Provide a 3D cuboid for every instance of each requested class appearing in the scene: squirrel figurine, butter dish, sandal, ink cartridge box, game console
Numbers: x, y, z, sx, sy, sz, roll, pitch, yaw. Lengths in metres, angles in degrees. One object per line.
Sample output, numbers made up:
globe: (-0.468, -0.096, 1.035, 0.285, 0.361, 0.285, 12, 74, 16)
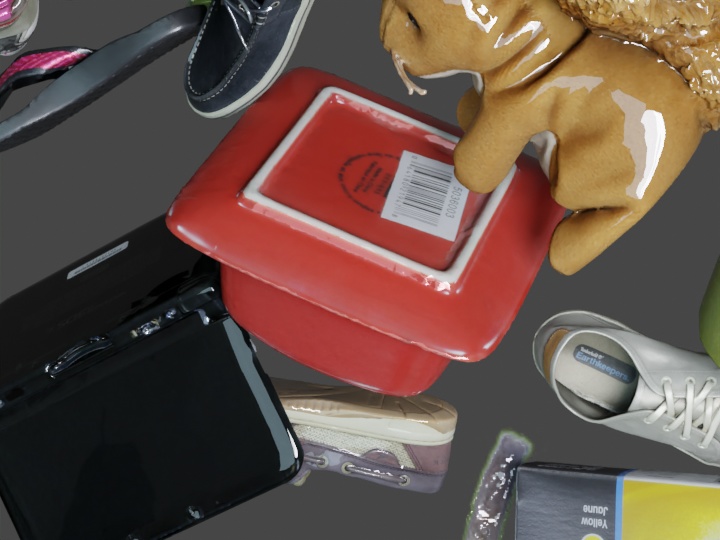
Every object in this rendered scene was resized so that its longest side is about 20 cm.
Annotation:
squirrel figurine: (0.112, -0.131, 0.892, 0.187, 0.142, 0.200, 43, 127, -8)
butter dish: (0.000, 0.000, 0.983, 0.198, 0.200, 0.148, 23, 130, 8)
sandal: (-0.186, -0.124, 1.041, 0.199, 0.075, 0.045, -30, 94, 11)
ink cartridge box: (0.187, 0.223, 1.001, 0.196, 0.047, 0.202, 1, 89, 28)
game console: (-0.141, 0.071, 1.047, 0.199, 0.176, 0.117, -26, 121, 18)

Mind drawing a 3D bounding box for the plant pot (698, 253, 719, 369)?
plant pot: (0.280, -0.017, 0.903, 0.199, 0.200, 0.191, 27, 119, 6)

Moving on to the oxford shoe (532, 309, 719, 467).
oxford shoe: (0.197, 0.079, 1.001, 0.199, 0.058, 0.076, 20, 105, 7)

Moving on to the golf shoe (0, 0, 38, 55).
golf shoe: (-0.251, -0.227, 1.027, 0.072, 0.092, 0.201, -15, 77, -9)

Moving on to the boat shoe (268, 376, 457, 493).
boat shoe: (-0.038, 0.107, 1.059, 0.199, 0.072, 0.065, 5, 99, 7)

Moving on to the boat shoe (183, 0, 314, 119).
boat shoe: (-0.059, -0.170, 0.953, 0.200, 0.062, 0.075, -52, 49, 36)
